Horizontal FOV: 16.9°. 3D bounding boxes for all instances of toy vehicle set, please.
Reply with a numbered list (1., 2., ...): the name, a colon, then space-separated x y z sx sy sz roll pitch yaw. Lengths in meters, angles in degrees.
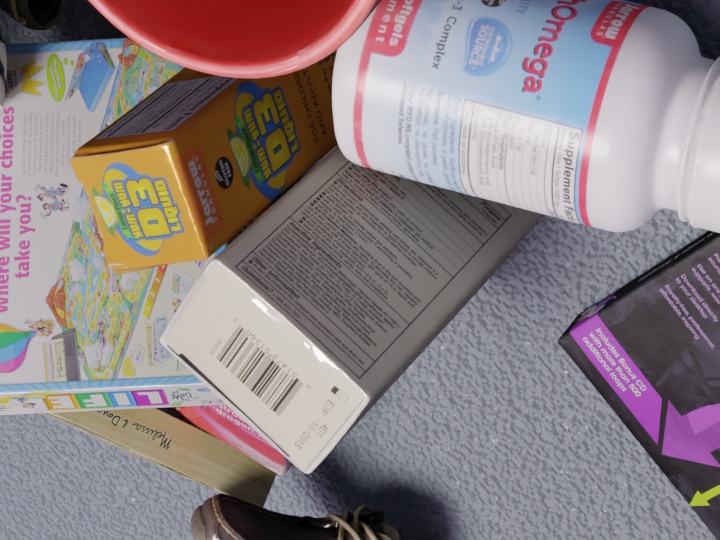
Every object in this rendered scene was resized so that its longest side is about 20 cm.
1. toy vehicle set: -0.157 0.077 1.383 0.199 0.027 0.124 29 171 -32

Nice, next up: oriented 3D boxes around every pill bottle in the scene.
1. pill bottle: 0.094 -0.082 1.168 0.199 0.109 0.109 15 125 17

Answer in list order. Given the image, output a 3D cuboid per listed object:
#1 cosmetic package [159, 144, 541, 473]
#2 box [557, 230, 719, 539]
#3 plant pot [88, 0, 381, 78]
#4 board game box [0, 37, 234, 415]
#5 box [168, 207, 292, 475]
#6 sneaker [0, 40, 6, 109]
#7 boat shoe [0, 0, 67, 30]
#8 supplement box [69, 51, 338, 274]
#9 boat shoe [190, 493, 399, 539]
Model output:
1. cosmetic package: 0.000 0.000 1.222 0.105 0.200 0.071 42 132 5
2. box: 0.212 0.041 1.219 0.143 0.036 0.200 50 130 -3
3. plant pot: -0.032 -0.214 1.127 0.199 0.177 0.202 17 126 24
4. board game box: -0.134 -0.026 1.282 0.133 0.201 0.034 -2 158 3
5. box: -0.098 0.010 1.343 0.199 0.095 0.103 30 152 14
6. sneaker: -0.276 -0.150 1.302 0.198 0.079 0.131 0 82 31
7. boat shoe: -0.165 -0.211 1.287 0.060 0.072 0.202 38 138 11
8. supplement box: -0.060 -0.073 1.216 0.068 0.200 0.067 -3 116 34
9. boat shoe: -0.007 0.166 1.385 0.199 0.075 0.073 28 111 -32
